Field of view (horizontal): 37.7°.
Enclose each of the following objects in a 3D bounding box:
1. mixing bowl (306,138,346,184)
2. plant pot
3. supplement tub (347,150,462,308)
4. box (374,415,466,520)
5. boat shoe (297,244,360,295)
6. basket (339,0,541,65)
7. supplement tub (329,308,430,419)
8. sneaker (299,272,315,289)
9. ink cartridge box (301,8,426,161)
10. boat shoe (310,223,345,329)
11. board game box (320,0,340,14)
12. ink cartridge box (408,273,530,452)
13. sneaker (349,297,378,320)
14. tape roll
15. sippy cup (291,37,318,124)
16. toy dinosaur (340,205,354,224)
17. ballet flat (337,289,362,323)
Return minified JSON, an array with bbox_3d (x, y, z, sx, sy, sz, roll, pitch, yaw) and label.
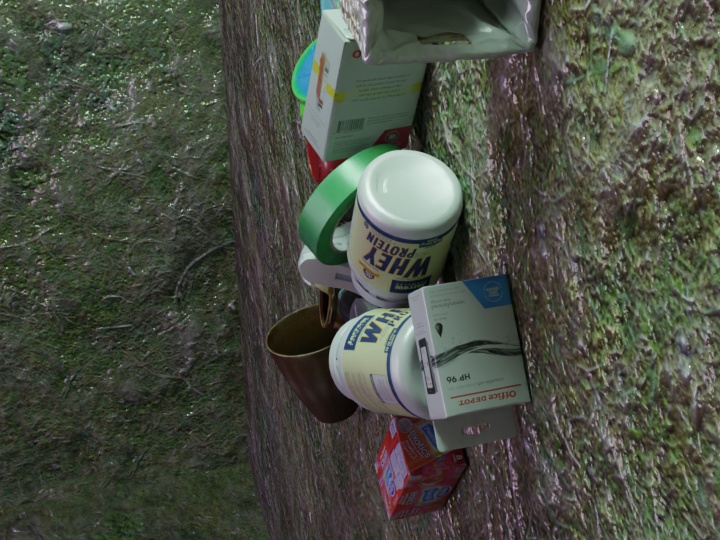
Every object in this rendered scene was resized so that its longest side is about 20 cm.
[{"bbox_3d":[-0.031,-0.208,1.822,0.200,0.107,0.202,172,90,-77],"label":"mixing bowl"},{"bbox_3d":[-0.073,0.200,2.124,0.187,0.185,0.201,-127,17,-63],"label":"plant pot"},{"bbox_3d":[0.057,-0.052,1.472,0.201,0.144,0.146,101,157,-53],"label":"supplement tub"},{"bbox_3d":[0.090,0.302,1.635,0.201,0.095,0.100,104,155,-57],"label":"box"},{"bbox_3d":[0.000,0.000,1.663,0.069,0.198,0.072,-84,6,-47],"label":"boat shoe"},{"bbox_3d":[0.079,-0.342,1.121,0.161,0.196,0.202,-116,22,-56],"label":"basket"},{"bbox_3d":[0.058,0.124,1.440,0.199,0.144,0.147,-4,94,58],"label":"supplement tub"},{"bbox_3d":[0.002,0.019,1.888,0.199,0.115,0.074,33,126,25],"label":"sneaker"},{"bbox_3d":[0.008,-0.267,1.494,0.084,0.144,0.201,56,146,37],"label":"ink cartridge box"},{"bbox_3d":[-0.048,0.012,1.777,0.076,0.073,0.202,-135,33,-62],"label":"boat shoe"},{"bbox_3d":[-0.021,-0.395,1.799,0.200,0.046,0.152,-129,34,-64],"label":"board game box"},{"bbox_3d":[0.137,0.115,1.301,0.068,0.115,0.202,148,113,-74],"label":"ink cartridge box"},{"bbox_3d":[0.050,0.113,1.643,0.200,0.080,0.071,48,129,41],"label":"sneaker"},{"bbox_3d":[0.000,-0.095,1.559,0.048,0.200,0.201,48,152,22],"label":"tape roll"},{"bbox_3d":[-0.016,-0.282,1.630,0.130,0.177,0.140,39,-161,-42],"label":"sippy cup"},{"bbox_3d":[-0.028,-0.091,1.678,0.048,0.087,0.201,-66,-28,-52],"label":"toy dinosaur"},{"bbox_3d":[0.024,0.103,1.780,0.200,0.068,0.069,58,180,-45],"label":"ballet flat"}]
